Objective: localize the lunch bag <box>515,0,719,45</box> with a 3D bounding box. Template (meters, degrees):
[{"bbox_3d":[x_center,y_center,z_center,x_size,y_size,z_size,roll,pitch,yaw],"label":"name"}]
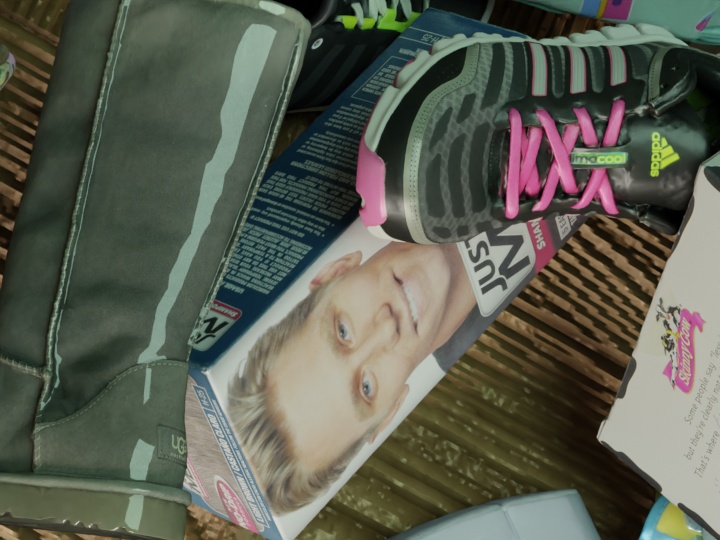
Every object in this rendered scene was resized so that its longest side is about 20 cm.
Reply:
[{"bbox_3d":[0.090,-0.178,1.199,0.199,0.077,0.161,10,43,-22],"label":"lunch bag"}]

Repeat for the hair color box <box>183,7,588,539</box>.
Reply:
[{"bbox_3d":[0.000,0.000,1.136,0.200,0.060,0.100,-46,135,-25],"label":"hair color box"}]

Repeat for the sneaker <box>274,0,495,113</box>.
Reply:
[{"bbox_3d":[-0.017,-0.097,1.156,0.199,0.083,0.072,-22,91,-28],"label":"sneaker"}]

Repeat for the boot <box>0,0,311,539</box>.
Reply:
[{"bbox_3d":[-0.118,-0.008,1.052,0.181,0.073,0.201,5,82,15],"label":"boot"}]

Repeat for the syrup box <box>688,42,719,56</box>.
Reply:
[{"bbox_3d":[0.226,-0.035,1.269,0.079,0.081,0.200,-44,100,-25],"label":"syrup box"}]

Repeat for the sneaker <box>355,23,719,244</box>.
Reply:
[{"bbox_3d":[0.085,-0.049,1.096,0.199,0.087,0.074,-15,115,-44],"label":"sneaker"}]

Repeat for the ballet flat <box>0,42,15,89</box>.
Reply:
[{"bbox_3d":[-0.214,-0.027,1.061,0.199,0.069,0.071,-21,108,-24],"label":"ballet flat"}]

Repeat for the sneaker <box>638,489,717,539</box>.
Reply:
[{"bbox_3d":[0.185,0.136,1.192,0.130,0.080,0.200,-9,48,-22],"label":"sneaker"}]

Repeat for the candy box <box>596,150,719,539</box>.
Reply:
[{"bbox_3d":[0.201,0.058,1.100,0.200,0.168,0.071,41,53,21],"label":"candy box"}]

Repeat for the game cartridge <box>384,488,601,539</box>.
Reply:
[{"bbox_3d":[0.029,0.173,1.157,0.200,0.041,0.134,-28,90,-28],"label":"game cartridge"}]
